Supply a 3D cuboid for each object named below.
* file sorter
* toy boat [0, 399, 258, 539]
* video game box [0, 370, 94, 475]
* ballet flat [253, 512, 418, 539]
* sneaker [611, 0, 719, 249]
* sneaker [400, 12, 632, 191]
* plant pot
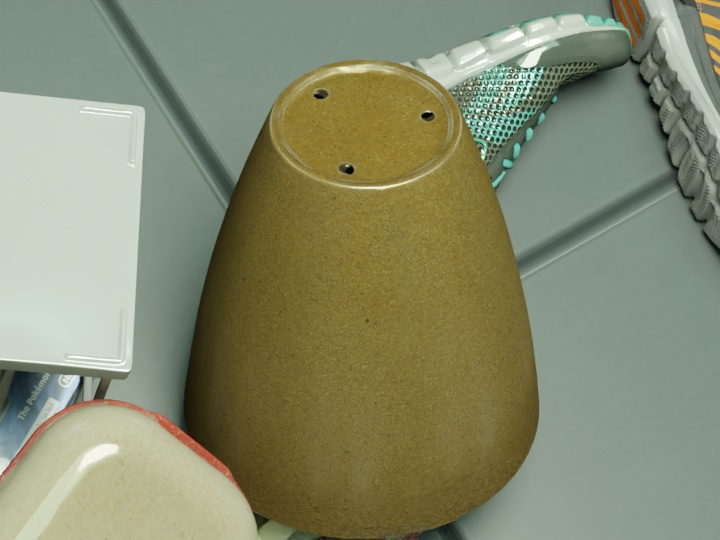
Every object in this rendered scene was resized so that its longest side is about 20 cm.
[{"bbox_3d":[-0.216,-0.004,1.364,0.200,0.125,0.139,5,68,-10],"label":"file sorter"},{"bbox_3d":[-0.150,0.161,1.357,0.131,0.131,0.200,41,77,-14],"label":"toy boat"},{"bbox_3d":[-0.247,0.062,1.425,0.182,0.047,0.200,27,67,2],"label":"video game box"},{"bbox_3d":[-0.051,0.138,1.425,0.200,0.064,0.076,-25,77,-18],"label":"ballet flat"},{"bbox_3d":[0.226,-0.102,1.560,0.112,0.078,0.200,-15,74,-15],"label":"sneaker"},{"bbox_3d":[0.064,-0.081,1.534,0.200,0.078,0.091,-21,91,-14],"label":"sneaker"},{"bbox_3d":[0.000,0.000,1.380,0.186,0.200,0.186,0,46,0],"label":"plant pot"}]
